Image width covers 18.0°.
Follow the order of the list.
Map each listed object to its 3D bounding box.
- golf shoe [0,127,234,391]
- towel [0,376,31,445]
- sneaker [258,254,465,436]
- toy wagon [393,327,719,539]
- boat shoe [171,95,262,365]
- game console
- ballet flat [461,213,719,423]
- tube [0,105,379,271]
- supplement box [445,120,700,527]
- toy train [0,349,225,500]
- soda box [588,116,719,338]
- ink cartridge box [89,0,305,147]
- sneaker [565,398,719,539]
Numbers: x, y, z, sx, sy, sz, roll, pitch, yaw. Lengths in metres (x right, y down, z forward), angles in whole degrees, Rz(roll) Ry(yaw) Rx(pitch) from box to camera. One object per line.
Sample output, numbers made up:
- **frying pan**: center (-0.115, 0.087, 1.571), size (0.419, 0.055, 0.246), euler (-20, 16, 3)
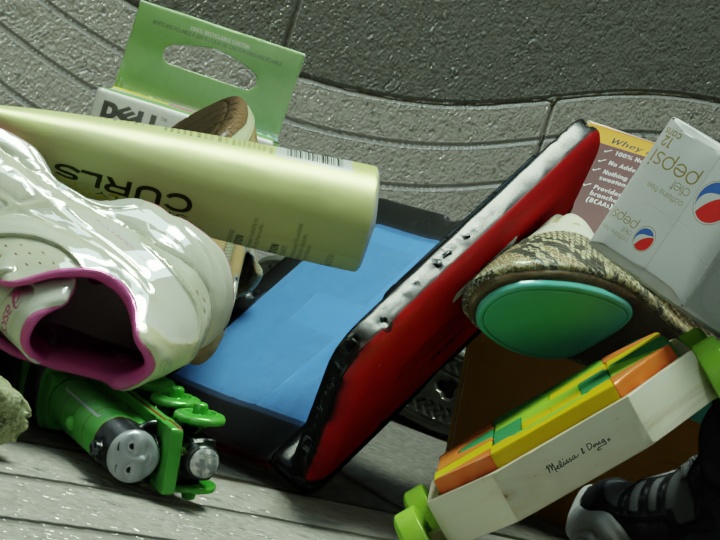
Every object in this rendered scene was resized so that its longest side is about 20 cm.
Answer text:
- **golf shoe**: center (-0.155, -0.009, 0.983), size (0.199, 0.076, 0.092), euler (20, 29, 5)
- **towel**: center (-0.241, 0.025, 0.909), size (0.199, 0.037, 0.148), euler (16, 5, -34)
- **sneaker**: center (0.017, 0.052, 1.507), size (0.198, 0.077, 0.114), euler (23, 3, 21)
- **toy wagon**: center (0.089, 0.074, 0.994), size (0.040, 0.155, 0.200), euler (60, 4, 0)
- **boat shoe**: center (-0.081, -0.017, 1.156), size (0.076, 0.071, 0.200), euler (53, 26, -20)
- **game console**: center (0.000, 0.000, 1.101), size (0.118, 0.200, 0.173), euler (38, -36, 14)
- **ballet flat**: center (0.117, 0.015, 1.073), size (0.199, 0.076, 0.068), euler (22, -44, -37)
- **tube**: center (-0.092, -0.043, 1.049), size (0.199, 0.058, 0.052), euler (13, 31, -7)
- **supplement box**: center (0.175, 0.044, 1.258), size (0.196, 0.133, 0.200), euler (19, 35, 14)
- **toy train**: center (-0.117, 0.058, 1.009), size (0.056, 0.042, 0.200), euler (5, 9, -26)
- **soda box**: center (0.189, 0.010, 1.004), size (0.200, 0.068, 0.064), euler (31, 5, -45)
- **ink cartridge box**: center (-0.108, -0.042, 1.268), size (0.103, 0.201, 0.059), euler (17, 2, 1)
- **sneaker**: center (0.165, 0.104, 1.061), size (0.075, 0.114, 0.200), euler (24, 2, -16)
